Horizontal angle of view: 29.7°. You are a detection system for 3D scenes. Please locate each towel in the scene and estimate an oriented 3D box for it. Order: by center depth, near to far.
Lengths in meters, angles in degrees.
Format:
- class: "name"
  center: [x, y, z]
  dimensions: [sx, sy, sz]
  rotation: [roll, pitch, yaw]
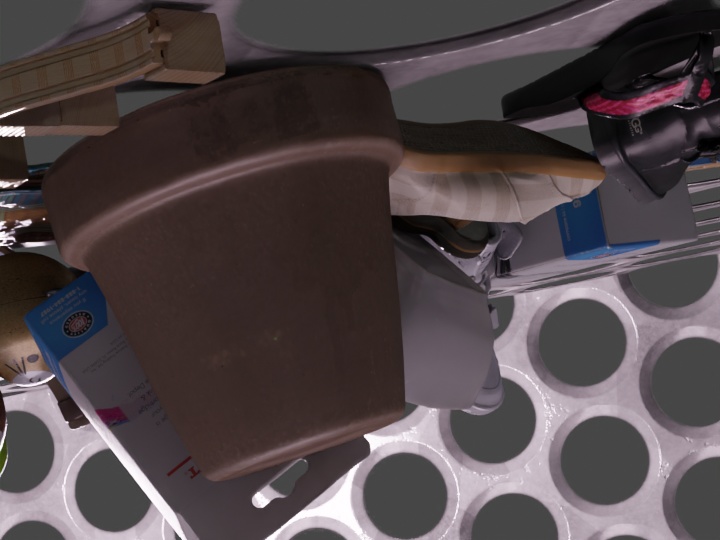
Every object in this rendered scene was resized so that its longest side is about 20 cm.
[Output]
- class: "towel"
  center: [-0.211, -0.037, 0.856]
  dimensions: [0.144, 0.022, 0.200]
  rotation: [-8, 174, -20]

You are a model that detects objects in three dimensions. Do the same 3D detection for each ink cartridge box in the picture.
- class: "ink cartridge box"
  center: [-0.095, 0.079, 0.813]
  dimensions: [0.115, 0.200, 0.068]
  rotation: [-36, 158, -18]
- class: "ink cartridge box"
  center: [0.174, -0.042, 1.211]
  dimensions: [0.144, 0.085, 0.198]
  rotation: [-7, 173, -45]

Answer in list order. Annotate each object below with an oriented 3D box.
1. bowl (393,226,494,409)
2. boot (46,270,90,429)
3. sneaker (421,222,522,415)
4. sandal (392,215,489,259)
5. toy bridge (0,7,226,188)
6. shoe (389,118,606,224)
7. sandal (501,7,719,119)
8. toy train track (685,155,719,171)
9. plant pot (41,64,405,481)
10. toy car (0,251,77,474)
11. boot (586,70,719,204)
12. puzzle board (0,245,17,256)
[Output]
- class: "bowl"
  center: [0.000, 0.000, 0.903]
  dimensions: [0.075, 0.199, 0.199]
  rotation: [-53, 154, 9]
- class: "boot"
  center: [-0.210, 0.071, 1.277]
  dimensions: [0.198, 0.149, 0.070]
  rotation: [-7, 172, -37]
- class: "sneaker"
  center: [0.090, 0.022, 1.150]
  dimensions: [0.075, 0.202, 0.114]
  rotation: [-25, 180, -42]
- class: "sandal"
  center: [0.051, -0.059, 0.961]
  dimensions: [0.055, 0.082, 0.199]
  rotation: [-47, 153, 11]
- class: "toy bridge"
  center: [-0.138, -0.073, 0.596]
  dimensions: [0.067, 0.028, 0.199]
  rotation: [-4, 171, -41]
- class: "shoe"
  center: [0.077, -0.061, 0.868]
  dimensions: [0.198, 0.054, 0.070]
  rotation: [0, -154, -37]
- class: "sandal"
  center: [0.155, -0.103, 0.757]
  dimensions: [0.074, 0.046, 0.199]
  rotation: [-7, 173, -31]
- class: "toy train track"
  center: [0.359, -0.094, 1.302]
  dimensions: [0.197, 0.033, 0.115]
  rotation: [-8, 174, -20]
- class: "plant pot"
  center: [-0.052, 0.010, 0.720]
  dimensions: [0.197, 0.177, 0.200]
  rotation: [-18, 170, -3]
- class: "toy car"
  center: [-0.232, 0.053, 0.914]
  dimensions: [0.197, 0.160, 0.164]
  rotation: [-17, 163, 3]
- class: "boot"
  center: [0.267, -0.106, 0.903]
  dimensions: [0.198, 0.067, 0.164]
  rotation: [-18, 174, 23]
- class: "puzzle board"
  center: [-0.193, 0.042, 1.045]
  dimensions: [0.198, 0.018, 0.151]
  rotation: [32, 172, -1]
